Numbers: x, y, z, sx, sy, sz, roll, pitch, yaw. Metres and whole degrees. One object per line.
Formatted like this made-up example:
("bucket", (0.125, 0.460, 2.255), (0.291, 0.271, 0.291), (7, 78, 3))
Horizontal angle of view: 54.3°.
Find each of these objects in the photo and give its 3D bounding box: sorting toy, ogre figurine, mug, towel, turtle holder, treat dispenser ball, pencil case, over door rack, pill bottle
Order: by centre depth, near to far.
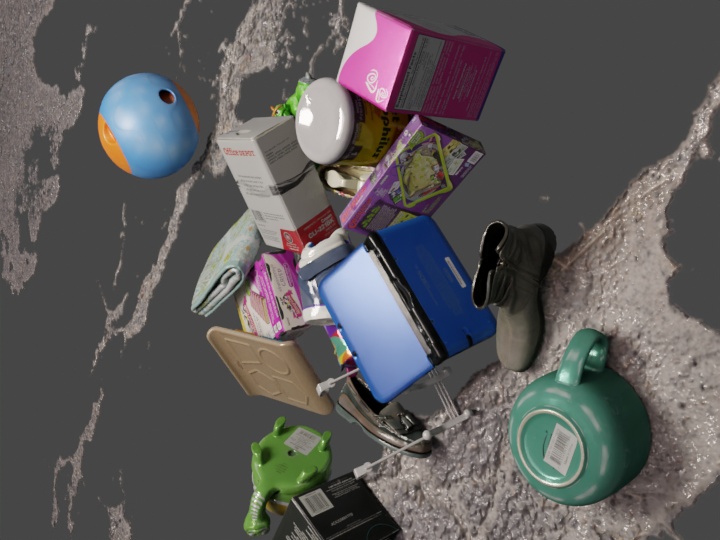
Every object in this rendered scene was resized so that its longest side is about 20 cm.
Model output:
("mug", (0.246, 0.182, 0.838), (0.151, 0.113, 0.189), (-33, 72, 42))
("pill bottle", (0.013, -0.200, 0.974), (0.108, 0.197, 0.113), (6, 98, 44))
("over door rack", (0.045, 0.189, 1.012), (0.197, 0.067, 0.150), (-28, 70, 2))
("pencil case", (-0.034, 0.063, 1.132), (0.088, 0.087, 0.204), (-41, 65, 39))
("ogre figurine", (-0.085, -0.231, 1.148), (0.122, 0.097, 0.200), (58, 163, 8))
("turtle holder", (-0.118, 0.357, 1.186), (0.187, 0.137, 0.135), (-90, 4, -59))
("sorting toy", (-0.153, 0.169, 1.219), (0.196, 0.037, 0.187), (4, 136, 34))
("towel", (-0.237, -0.022, 1.282), (0.199, 0.048, 0.174), (-37, 30, 44))
("treat dispenser ball", (-0.420, -0.287, 1.402), (0.198, 0.198, 0.207), (6, 98, 44))

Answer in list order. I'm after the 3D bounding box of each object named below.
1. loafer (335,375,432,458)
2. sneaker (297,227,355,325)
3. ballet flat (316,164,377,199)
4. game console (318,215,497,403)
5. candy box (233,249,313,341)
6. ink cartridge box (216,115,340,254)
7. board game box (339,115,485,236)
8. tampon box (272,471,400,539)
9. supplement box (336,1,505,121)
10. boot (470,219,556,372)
("loafer", (0.034, 0.224, 1.091), (0.198, 0.071, 0.065), (20, 102, 44))
("sneaker", (0.000, 0.000, 1.063), (0.194, 0.081, 0.151), (-6, 73, 9))
("ballet flat", (0.003, -0.131, 1.087), (0.197, 0.063, 0.078), (16, 104, 42))
("game console", (0.064, 0.051, 0.987), (0.203, 0.168, 0.119), (60, 147, 18))
("candy box", (-0.158, 0.064, 1.233), (0.200, 0.060, 0.140), (-42, 63, 58))
("ink cartridge box", (-0.133, -0.140, 1.134), (0.143, 0.083, 0.203), (15, 135, 54))
("board game box", (0.070, -0.119, 0.983), (0.201, 0.118, 0.033), (-49, 45, 35))
("tampon box", (-0.058, 0.462, 1.147), (0.126, 0.148, 0.203), (44, 122, 31))
("supplement box", (0.080, -0.264, 0.900), (0.101, 0.197, 0.105), (38, 119, 35))
("boot", (0.177, 0.035, 0.881), (0.067, 0.129, 0.206), (17, 106, 42))
